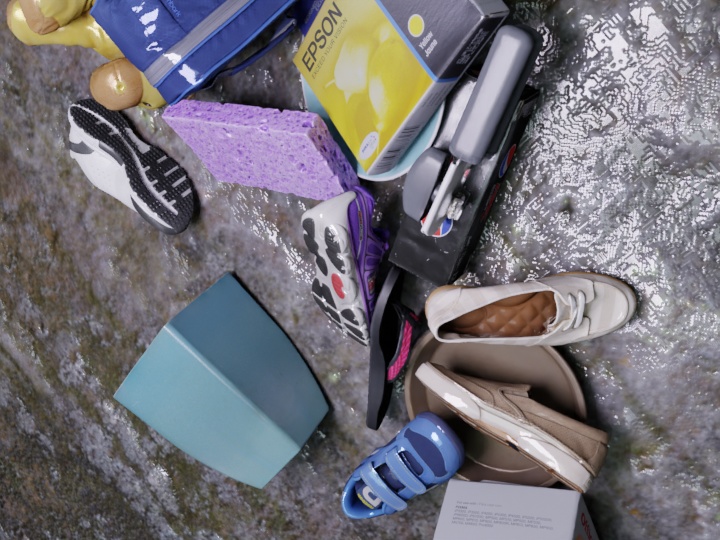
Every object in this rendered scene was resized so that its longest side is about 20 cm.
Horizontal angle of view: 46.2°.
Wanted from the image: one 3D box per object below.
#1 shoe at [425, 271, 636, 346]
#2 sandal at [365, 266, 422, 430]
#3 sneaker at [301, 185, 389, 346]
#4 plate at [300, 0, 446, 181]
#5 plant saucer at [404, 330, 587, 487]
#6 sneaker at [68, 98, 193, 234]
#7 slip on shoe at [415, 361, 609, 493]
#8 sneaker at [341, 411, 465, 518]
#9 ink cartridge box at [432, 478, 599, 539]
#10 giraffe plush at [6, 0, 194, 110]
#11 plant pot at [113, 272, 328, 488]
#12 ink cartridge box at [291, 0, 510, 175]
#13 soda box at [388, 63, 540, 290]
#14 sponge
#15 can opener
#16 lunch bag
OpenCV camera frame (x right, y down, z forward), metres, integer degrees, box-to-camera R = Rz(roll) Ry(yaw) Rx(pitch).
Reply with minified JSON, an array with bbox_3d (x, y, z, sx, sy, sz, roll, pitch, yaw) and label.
[{"bbox_3d":[0.159,0.043,0.787,0.197,0.053,0.071,-4,106,6],"label":"shoe"},{"bbox_3d":[0.039,0.085,0.896,0.044,0.075,0.202,13,121,17],"label":"sandal"},{"bbox_3d":[0.000,0.000,0.865,0.080,0.083,0.201,37,150,30],"label":"sneaker"},{"bbox_3d":[0.013,-0.188,0.812,0.199,0.025,0.203,21,120,43],"label":"plate"},{"bbox_3d":[0.140,0.138,0.880,0.198,0.029,0.203,10,112,25],"label":"plant saucer"},{"bbox_3d":[-0.274,-0.113,1.006,0.200,0.073,0.080,47,137,12],"label":"sneaker"},{"bbox_3d":[0.147,0.137,0.827,0.199,0.076,0.061,30,80,26],"label":"slip on shoe"},{"bbox_3d":[0.042,0.218,0.904,0.074,0.082,0.200,50,142,10],"label":"sneaker"},{"bbox_3d":[0.146,0.330,0.821,0.143,0.201,0.146,-3,135,28],"label":"ink cartridge box"},{"bbox_3d":[-0.254,-0.245,0.910,0.198,0.173,0.164,-23,109,-1],"label":"giraffe plush"},{"bbox_3d":[-0.147,0.141,0.979,0.200,0.141,0.141,43,122,0],"label":"plant pot"},{"bbox_3d":[0.012,-0.226,0.749,0.201,0.047,0.198,55,138,15],"label":"ink cartridge box"},{"bbox_3d":[0.096,-0.087,0.803,0.070,0.063,0.202,29,118,17],"label":"soda box"},{"bbox_3d":[-0.102,-0.123,0.869,0.198,0.030,0.112,13,154,34],"label":"sponge"},{"bbox_3d":[0.090,-0.118,0.727,0.066,0.053,0.201,35,120,15],"label":"can opener"},{"bbox_3d":[-0.136,-0.254,0.794,0.133,0.200,0.136,51,165,-19],"label":"lunch bag"}]
